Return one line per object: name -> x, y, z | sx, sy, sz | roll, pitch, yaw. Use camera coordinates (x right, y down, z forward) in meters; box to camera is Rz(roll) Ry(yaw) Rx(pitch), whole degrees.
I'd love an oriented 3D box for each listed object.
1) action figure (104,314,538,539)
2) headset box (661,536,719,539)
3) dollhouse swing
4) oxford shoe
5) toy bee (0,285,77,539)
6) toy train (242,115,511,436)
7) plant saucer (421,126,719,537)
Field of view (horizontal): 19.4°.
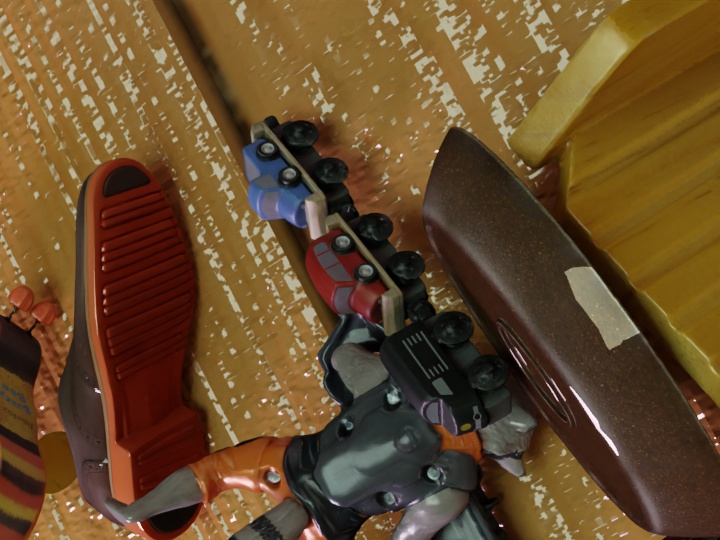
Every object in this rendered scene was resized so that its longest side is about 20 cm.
action figure -> 0.008, 0.120, 0.962 | 0.193, 0.105, 0.200 | -37, 84, 9
headset box -> 0.200, 0.173, 0.863 | 0.200, 0.077, 0.149 | -18, 92, 37
dollhouse swing -> 0.199, -0.059, 0.750 | 0.200, 0.182, 0.176 | 49, 146, 16
oxford shoe -> -0.130, 0.040, 1.077 | 0.072, 0.071, 0.200 | 10, 109, 40
toy bee -> -0.206, 0.062, 1.116 | 0.109, 0.131, 0.200 | -43, 64, 11
toy train -> 0.000, 0.000, 0.953 | 0.200, 0.046, 0.034 | 52, 162, 33
plant saucer -> 0.082, 0.033, 0.850 | 0.034, 0.200, 0.200 | -35, 79, -2
